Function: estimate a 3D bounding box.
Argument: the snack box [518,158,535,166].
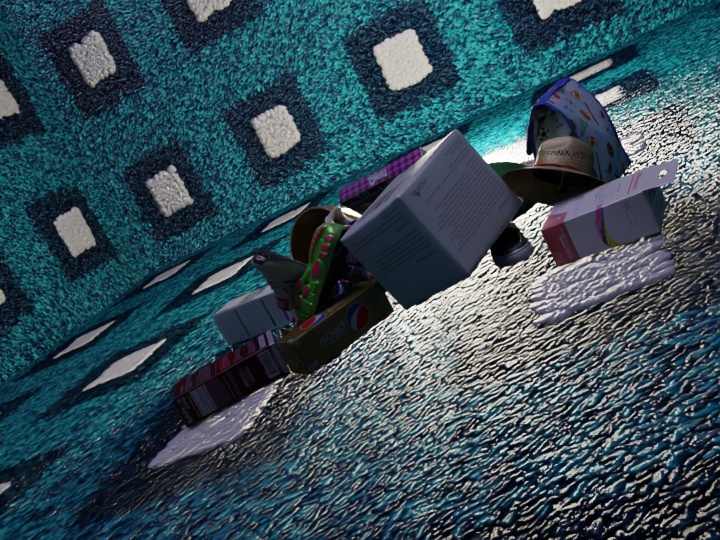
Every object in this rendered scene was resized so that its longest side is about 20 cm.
[{"bbox_3d":[0.392,-0.208,1.600,0.197,0.025,0.072,-16,32,-2],"label":"snack box"}]

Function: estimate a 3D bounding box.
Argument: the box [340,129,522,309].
[{"bbox_3d":[0.116,-0.080,1.335,0.200,0.171,0.199,-48,8,-33],"label":"box"}]

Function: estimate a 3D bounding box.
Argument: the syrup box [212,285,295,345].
[{"bbox_3d":[-0.213,0.087,1.739,0.198,0.082,0.079,-20,15,32],"label":"syrup box"}]

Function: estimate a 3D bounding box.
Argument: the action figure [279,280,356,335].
[{"bbox_3d":[-0.074,0.029,1.615,0.191,0.105,0.202,-19,45,13],"label":"action figure"}]

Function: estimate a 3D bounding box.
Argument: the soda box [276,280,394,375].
[{"bbox_3d":[-0.041,0.095,1.375,0.199,0.065,0.067,-34,14,-27],"label":"soda box"}]

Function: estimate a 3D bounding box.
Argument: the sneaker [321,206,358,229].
[{"bbox_3d":[0.002,-0.048,1.564,0.078,0.199,0.080,-23,-38,-54],"label":"sneaker"}]

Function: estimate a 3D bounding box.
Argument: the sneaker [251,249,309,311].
[{"bbox_3d":[-0.132,0.026,1.459,0.070,0.095,0.199,19,-1,30],"label":"sneaker"}]

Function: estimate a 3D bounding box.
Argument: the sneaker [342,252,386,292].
[{"bbox_3d":[0.000,0.000,1.486,0.076,0.198,0.079,-63,-14,-17],"label":"sneaker"}]

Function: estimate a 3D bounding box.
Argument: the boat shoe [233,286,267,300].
[{"bbox_3d":[-0.200,0.070,1.832,0.198,0.073,0.072,-11,14,25],"label":"boat shoe"}]

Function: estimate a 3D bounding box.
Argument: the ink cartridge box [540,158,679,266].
[{"bbox_3d":[0.376,-0.085,1.185,0.198,0.068,0.117,-22,14,33],"label":"ink cartridge box"}]

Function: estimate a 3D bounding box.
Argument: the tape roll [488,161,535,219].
[{"bbox_3d":[0.228,-0.135,1.501,0.197,0.049,0.201,-9,-18,-3],"label":"tape roll"}]

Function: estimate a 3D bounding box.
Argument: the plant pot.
[{"bbox_3d":[-0.021,-0.059,1.751,0.185,0.189,0.199,-17,1,39],"label":"plant pot"}]

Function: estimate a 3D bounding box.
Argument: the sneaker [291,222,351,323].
[{"bbox_3d":[-0.059,0.013,1.410,0.083,0.202,0.077,2,34,-38],"label":"sneaker"}]

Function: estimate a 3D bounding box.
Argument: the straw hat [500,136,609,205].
[{"bbox_3d":[0.333,-0.170,1.320,0.198,0.086,0.201,12,-9,2],"label":"straw hat"}]

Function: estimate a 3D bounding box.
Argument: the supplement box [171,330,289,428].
[{"bbox_3d":[-0.227,0.187,1.416,0.198,0.061,0.109,-28,12,-5],"label":"supplement box"}]

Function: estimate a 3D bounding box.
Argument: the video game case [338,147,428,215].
[{"bbox_3d":[0.089,-0.148,1.543,0.198,0.036,0.180,-24,-29,34],"label":"video game case"}]

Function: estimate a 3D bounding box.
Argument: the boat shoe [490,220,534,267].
[{"bbox_3d":[0.242,-0.055,1.376,0.068,0.057,0.200,-27,12,5],"label":"boat shoe"}]

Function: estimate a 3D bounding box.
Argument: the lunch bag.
[{"bbox_3d":[0.380,-0.234,1.459,0.123,0.202,0.170,-17,17,39],"label":"lunch bag"}]
